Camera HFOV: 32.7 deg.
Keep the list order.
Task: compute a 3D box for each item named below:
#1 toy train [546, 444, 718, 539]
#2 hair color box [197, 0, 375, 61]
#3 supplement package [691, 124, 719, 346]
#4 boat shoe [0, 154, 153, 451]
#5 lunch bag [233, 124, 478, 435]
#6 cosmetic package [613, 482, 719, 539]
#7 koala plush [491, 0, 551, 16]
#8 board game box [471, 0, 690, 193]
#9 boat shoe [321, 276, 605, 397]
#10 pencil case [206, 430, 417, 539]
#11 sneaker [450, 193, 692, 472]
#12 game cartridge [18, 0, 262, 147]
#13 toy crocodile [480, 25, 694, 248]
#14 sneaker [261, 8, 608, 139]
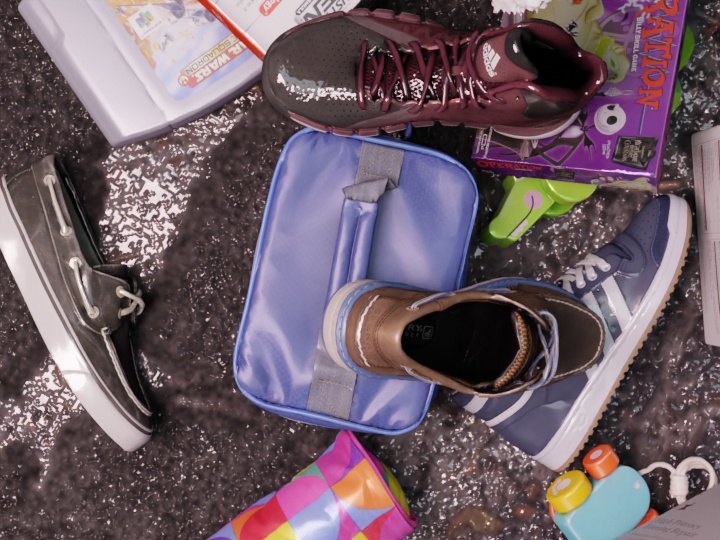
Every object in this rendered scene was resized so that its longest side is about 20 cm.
[{"bbox_3d":[0.172,0.219,0.831,0.149,0.056,0.202,13,83,-20],"label":"toy train"},{"bbox_3d":[-0.083,-0.221,0.780,0.200,0.061,0.102,44,89,-1],"label":"hair color box"},{"bbox_3d":[0.312,-0.027,0.758,0.150,0.200,0.153,-4,91,-2],"label":"supplement package"},{"bbox_3d":[-0.179,0.020,0.807,0.063,0.071,0.201,-28,89,0],"label":"boat shoe"},{"bbox_3d":[0.000,0.000,0.782,0.134,0.132,0.202,11,90,-2],"label":"lunch bag"},{"bbox_3d":[0.246,0.181,0.779,0.198,0.102,0.075,-23,94,-22],"label":"cosmetic package"},{"bbox_3d":[0.081,-0.244,0.691,0.181,0.201,0.179,-9,125,1],"label":"koala plush"},{"bbox_3d":[0.149,-0.153,0.793,0.119,0.032,0.202,8,73,16],"label":"board game box"},{"bbox_3d":[0.077,0.044,0.710,0.198,0.072,0.073,0,98,-34],"label":"boat shoe"},{"bbox_3d":[-0.061,0.190,0.806,0.199,0.088,0.089,-34,91,-2],"label":"pencil case"},{"bbox_3d":[0.134,0.023,0.818,0.108,0.070,0.202,28,92,-4],"label":"sneaker"},{"bbox_3d":[-0.113,-0.179,0.827,0.199,0.042,0.134,-36,87,-1],"label":"game cartridge"},{"bbox_3d":[0.151,-0.093,0.820,0.062,0.068,0.200,45,87,2],"label":"toy crocodile"},{"bbox_3d":[0.047,-0.119,0.693,0.197,0.115,0.077,0,88,-10],"label":"sneaker"}]
